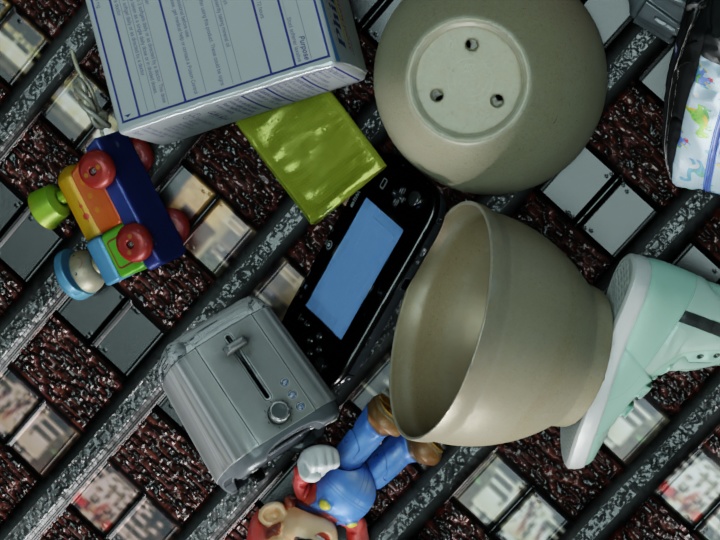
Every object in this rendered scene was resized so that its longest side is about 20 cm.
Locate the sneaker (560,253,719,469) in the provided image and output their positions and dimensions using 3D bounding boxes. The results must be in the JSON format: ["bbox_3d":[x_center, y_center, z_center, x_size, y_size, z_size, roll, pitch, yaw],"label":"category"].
[{"bbox_3d":[0.245,0.091,1.653,0.118,0.074,0.201,14,114,-12],"label":"sneaker"}]

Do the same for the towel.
[{"bbox_3d":[-0.068,-0.142,1.698,0.086,0.018,0.200,-39,79,13],"label":"towel"}]

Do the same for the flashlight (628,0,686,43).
[{"bbox_3d":[0.184,-0.259,1.630,0.200,0.068,0.068,34,68,1],"label":"flashlight"}]

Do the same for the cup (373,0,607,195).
[{"bbox_3d":[0.097,-0.156,1.616,0.200,0.143,0.201,1,97,11],"label":"cup"}]

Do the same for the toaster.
[{"bbox_3d":[-0.099,0.106,1.677,0.113,0.200,0.129,-31,83,-14],"label":"toaster"}]

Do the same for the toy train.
[{"bbox_3d":[-0.245,-0.079,1.729,0.116,0.085,0.200,-27,91,26],"label":"toy train"}]

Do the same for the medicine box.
[{"bbox_3d":[-0.119,-0.222,1.654,0.199,0.103,0.183,-16,84,13],"label":"medicine box"}]

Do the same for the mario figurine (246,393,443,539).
[{"bbox_3d":[-0.016,0.210,1.700,0.123,0.106,0.200,42,100,2],"label":"mario figurine"}]

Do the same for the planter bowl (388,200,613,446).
[{"bbox_3d":[0.124,0.055,1.625,0.134,0.200,0.201,14,100,-17],"label":"planter bowl"}]

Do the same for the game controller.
[{"bbox_3d":[0.000,0.000,1.685,0.104,0.042,0.200,40,105,38],"label":"game controller"}]

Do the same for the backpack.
[{"bbox_3d":[0.301,-0.145,1.561,0.153,0.163,0.200,19,135,-3],"label":"backpack"}]
